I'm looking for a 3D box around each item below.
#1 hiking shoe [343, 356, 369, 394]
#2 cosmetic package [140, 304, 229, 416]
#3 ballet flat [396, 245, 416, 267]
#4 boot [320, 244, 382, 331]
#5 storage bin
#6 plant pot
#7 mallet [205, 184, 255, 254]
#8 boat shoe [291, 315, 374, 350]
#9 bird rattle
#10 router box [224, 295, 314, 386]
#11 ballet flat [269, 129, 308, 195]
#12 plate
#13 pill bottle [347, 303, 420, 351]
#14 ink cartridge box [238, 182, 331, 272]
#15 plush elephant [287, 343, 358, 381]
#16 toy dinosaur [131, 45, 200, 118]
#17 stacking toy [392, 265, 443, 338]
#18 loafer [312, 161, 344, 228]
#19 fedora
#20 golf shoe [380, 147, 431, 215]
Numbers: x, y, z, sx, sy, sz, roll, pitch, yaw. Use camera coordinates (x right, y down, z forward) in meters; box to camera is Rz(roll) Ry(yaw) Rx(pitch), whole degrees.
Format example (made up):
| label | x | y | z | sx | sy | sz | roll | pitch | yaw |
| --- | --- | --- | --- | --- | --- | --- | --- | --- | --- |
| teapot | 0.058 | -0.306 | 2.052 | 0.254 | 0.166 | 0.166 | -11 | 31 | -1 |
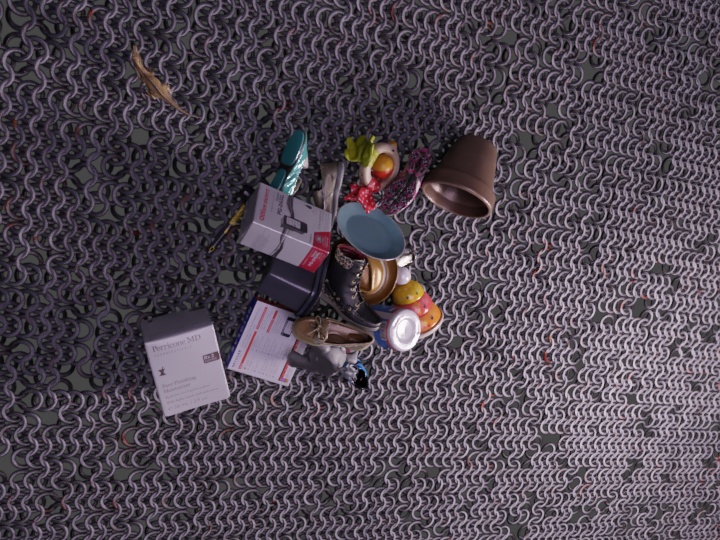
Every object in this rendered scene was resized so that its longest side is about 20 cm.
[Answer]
| label | x | y | z | sx | sy | sz | roll | pitch | yaw |
| --- | --- | --- | --- | --- | --- | --- | --- | --- | --- |
| hiking shoe | -0.032 | 0.247 | 1.817 | 0.074 | 0.087 | 0.200 | -38 | 115 | -6 |
| cosmetic package | -0.432 | 0.216 | 1.614 | 0.165 | 0.165 | 0.200 | -16 | 110 | -17 |
| ballet flat | 0.065 | -0.018 | 1.788 | 0.200 | 0.072 | 0.072 | -20 | 111 | -14 |
| boot | -0.011 | 0.044 | 1.636 | 0.203 | 0.073 | 0.154 | 37 | 124 | 13 |
| storage bin | -0.172 | 0.005 | 1.648 | 0.134 | 0.200 | 0.146 | 26 | 134 | -14 |
| plant pot | 0.284 | -0.259 | 1.750 | 0.200 | 0.200 | 0.175 | 30 | 75 | -25 |
| mallet | -0.310 | -0.116 | 1.638 | 0.066 | 0.041 | 0.200 | 30 | 98 | -23 |
| boat shoe | -0.066 | 0.149 | 1.596 | 0.200 | 0.063 | 0.073 | 9 | 74 | -16 |
| bird rattle | 0.040 | -0.255 | 1.697 | 0.163 | 0.113 | 0.200 | -23 | 116 | -31 |
| router box | -0.237 | 0.188 | 1.744 | 0.179 | 0.049 | 0.200 | 23 | 96 | -25 |
| ballet flat | -0.171 | -0.252 | 1.642 | 0.070 | 0.067 | 0.200 | 18 | 99 | -49 |
| plate | 0.024 | -0.097 | 1.700 | 0.200 | 0.200 | 0.026 | 15 | 135 | -24 |
| pill bottle | 0.056 | 0.147 | 1.751 | 0.112 | 0.200 | 0.112 | -4 | 97 | -36 |
| ink cartridge box | -0.177 | -0.103 | 1.571 | 0.200 | 0.145 | 0.083 | 23 | 133 | -21 |
| plush elephant | -0.067 | 0.189 | 1.707 | 0.200 | 0.155 | 0.165 | 25 | 132 | 13 |
| toy dinosaur | -0.450 | -0.402 | 1.463 | 0.058 | 0.101 | 0.200 | -43 | 115 | -4 |
| stacking toy | 0.131 | 0.077 | 1.791 | 0.146 | 0.146 | 0.200 | -30 | 117 | -10 |
| loafer | -0.092 | -0.185 | 1.685 | 0.070 | 0.075 | 0.200 | 10 | 99 | -9 |
| fedora | 0.000 | 0.000 | 1.719 | 0.200 | 0.082 | 0.201 | 2 | 99 | 12 |
| golf shoe | 0.124 | -0.225 | 1.734 | 0.073 | 0.092 | 0.200 | 34 | 87 | 6 |
